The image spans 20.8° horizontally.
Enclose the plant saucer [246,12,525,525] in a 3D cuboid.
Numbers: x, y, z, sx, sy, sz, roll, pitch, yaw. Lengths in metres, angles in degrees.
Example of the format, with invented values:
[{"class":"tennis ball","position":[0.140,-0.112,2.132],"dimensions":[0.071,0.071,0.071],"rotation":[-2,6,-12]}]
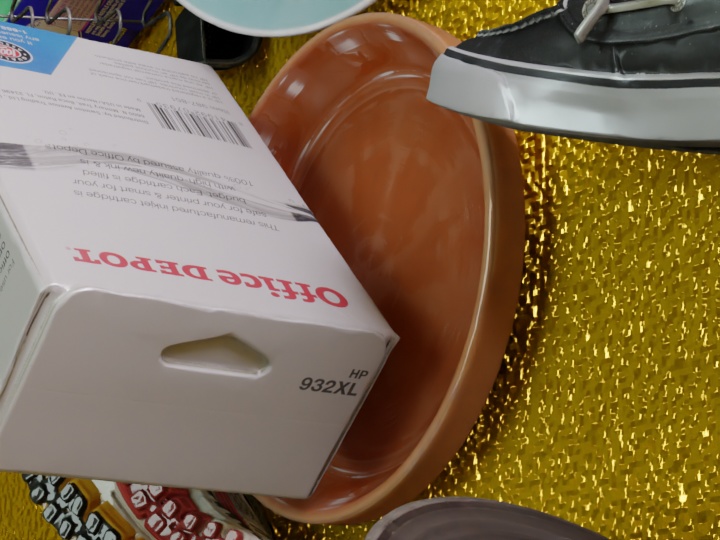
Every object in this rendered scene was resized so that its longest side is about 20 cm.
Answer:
[{"class":"plant saucer","position":[0.000,0.000,0.773],"dimensions":[0.200,0.032,0.201],"rotation":[-21,64,52]}]

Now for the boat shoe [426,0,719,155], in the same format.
[{"class":"boat shoe","position":[0.097,-0.073,0.612],"dimensions":[0.199,0.073,0.068],"rotation":[10,94,55]}]

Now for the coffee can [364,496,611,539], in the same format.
[{"class":"coffee can","position":[0.026,0.190,0.582],"dimensions":[0.146,0.146,0.200],"rotation":[52,123,48]}]

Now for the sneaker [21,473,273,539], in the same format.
[{"class":"sneaker","position":[-0.055,0.122,0.793],"dimensions":[0.078,0.082,0.200],"rotation":[-44,60,14]}]

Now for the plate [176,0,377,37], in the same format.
[{"class":"plate","position":[-0.023,-0.196,0.824],"dimensions":[0.200,0.026,0.201],"rotation":[-3,85,36]}]

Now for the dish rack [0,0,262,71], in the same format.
[{"class":"dish rack","position":[-0.150,-0.159,0.881],"dimensions":[0.055,0.199,0.154],"rotation":[149,117,-64]}]

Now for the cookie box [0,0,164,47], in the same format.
[{"class":"cookie box","position":[-0.184,-0.181,1.048],"dimensions":[0.171,0.075,0.201],"rotation":[-45,47,41]}]

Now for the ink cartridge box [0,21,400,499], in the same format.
[{"class":"ink cartridge box","position":[-0.098,-0.009,0.761],"dimensions":[0.084,0.145,0.200],"rotation":[-63,38,24]}]
